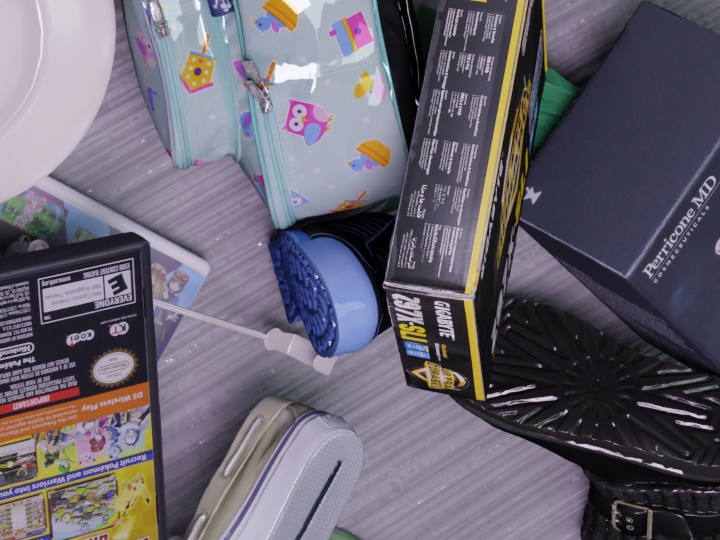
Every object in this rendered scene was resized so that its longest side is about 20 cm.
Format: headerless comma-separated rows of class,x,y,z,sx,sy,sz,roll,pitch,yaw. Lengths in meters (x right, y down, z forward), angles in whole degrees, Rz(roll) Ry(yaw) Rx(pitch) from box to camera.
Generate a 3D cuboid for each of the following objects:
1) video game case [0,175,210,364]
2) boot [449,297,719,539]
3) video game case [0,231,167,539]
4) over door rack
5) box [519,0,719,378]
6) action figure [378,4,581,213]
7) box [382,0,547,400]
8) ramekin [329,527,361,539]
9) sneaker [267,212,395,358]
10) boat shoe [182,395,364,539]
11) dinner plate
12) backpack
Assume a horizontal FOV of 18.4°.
video game case,-0.206,0.031,1.201,0.200,0.023,0.182,29,90,-27
boot,0.140,0.108,1.345,0.079,0.211,0.158,-60,164,-27
video game case,-0.193,0.086,1.103,0.200,0.025,0.181,-13,113,-29
over door rack,-0.129,0.077,1.204,0.200,0.067,0.148,22,95,-40
box,0.202,-0.034,1.292,0.148,0.107,0.200,-55,137,-3
action figure,0.097,-0.077,1.295,0.200,0.055,0.118,10,97,-34
box,0.057,-0.052,1.133,0.049,0.160,0.200,9,70,7
ramekin,-0.037,0.255,1.293,0.200,0.098,0.200,-6,105,-23
sneaker,0.000,0.000,1.186,0.078,0.200,0.070,-16,98,-7
boat shoe,-0.069,0.161,1.198,0.072,0.062,0.200,38,82,-47
dinner plate,-0.223,-0.121,1.113,0.200,0.024,0.200,-1,106,-2
backpack,-0.043,-0.121,1.153,0.153,0.176,0.200,-22,110,-2
